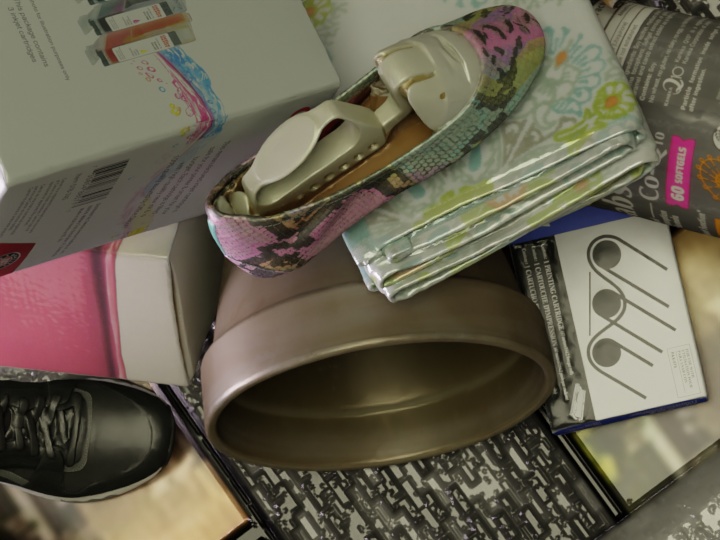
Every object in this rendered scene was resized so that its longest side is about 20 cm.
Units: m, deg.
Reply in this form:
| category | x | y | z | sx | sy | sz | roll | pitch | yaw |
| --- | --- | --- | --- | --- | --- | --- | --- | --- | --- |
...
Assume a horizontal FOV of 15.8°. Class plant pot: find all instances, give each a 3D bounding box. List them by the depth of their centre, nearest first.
| category | x | y | z | sx | sy | sz | roll | pitch | yaw |
| --- | --- | --- | --- | --- | --- | --- | --- | --- | --- |
| plant pot | 0.000 | 0.000 | 1.473 | 0.199 | 0.200 | 0.174 | -13 | 66 | 9 |

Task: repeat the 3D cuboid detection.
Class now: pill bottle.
| category | x | y | z | sx | sy | sz | roll | pitch | yaw |
| --- | --- | --- | --- | --- | --- | --- | --- | --- | --- |
| pill bottle | 0.153 | -0.087 | 1.425 | 0.199 | 0.116 | 0.117 | 14 | 88 | 20 |

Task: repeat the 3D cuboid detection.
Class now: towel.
| category | x | y | z | sx | sy | sz | roll | pitch | yaw |
| --- | --- | --- | --- | --- | --- | --- | --- | --- | --- |
| towel | 0.050 | -0.097 | 1.376 | 0.171 | 0.048 | 0.201 | -27 | 58 | 9 |

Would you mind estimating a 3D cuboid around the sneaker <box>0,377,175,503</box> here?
| category | x | y | z | sx | sy | sz | roll | pitch | yaw |
| --- | --- | --- | --- | --- | --- | --- | --- | --- | --- |
| sneaker | -0.212 | 0.098 | 1.538 | 0.199 | 0.088 | 0.076 | 2 | 85 | 10 |

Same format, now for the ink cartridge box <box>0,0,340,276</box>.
| category | x | y | z | sx | sy | sz | roll | pitch | yaw |
| --- | --- | --- | --- | --- | --- | --- | --- | --- | --- |
| ink cartridge box | -0.142 | -0.101 | 1.347 | 0.199 | 0.145 | 0.145 | -17 | 74 | -31 |

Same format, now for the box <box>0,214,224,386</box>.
| category | x | y | z | sx | sy | sz | roll | pitch | yaw |
| --- | --- | --- | --- | --- | --- | --- | --- | --- | --- |
| box | -0.183 | -0.022 | 1.506 | 0.199 | 0.109 | 0.128 | 5 | 46 | 11 |

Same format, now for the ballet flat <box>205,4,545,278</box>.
| category | x | y | z | sx | sy | sz | roll | pitch | yaw |
| --- | --- | --- | --- | --- | --- | --- | --- | --- | --- |
| ballet flat | 0.006 | -0.073 | 1.313 | 0.200 | 0.071 | 0.069 | -37 | 58 | 3 |

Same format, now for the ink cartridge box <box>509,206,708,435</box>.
| category | x | y | z | sx | sy | sz | roll | pitch | yaw |
| --- | --- | --- | --- | --- | --- | --- | --- | --- | --- |
| ink cartridge box | 0.134 | -0.012 | 1.507 | 0.094 | 0.044 | 0.201 | -13 | 83 | 7 |

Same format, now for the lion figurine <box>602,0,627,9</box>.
| category | x | y | z | sx | sy | sz | roll | pitch | yaw |
| --- | --- | --- | --- | --- | --- | --- | --- | --- | --- |
| lion figurine | 0.158 | -0.230 | 1.407 | 0.200 | 0.073 | 0.123 | -31 | 76 | -35 |
